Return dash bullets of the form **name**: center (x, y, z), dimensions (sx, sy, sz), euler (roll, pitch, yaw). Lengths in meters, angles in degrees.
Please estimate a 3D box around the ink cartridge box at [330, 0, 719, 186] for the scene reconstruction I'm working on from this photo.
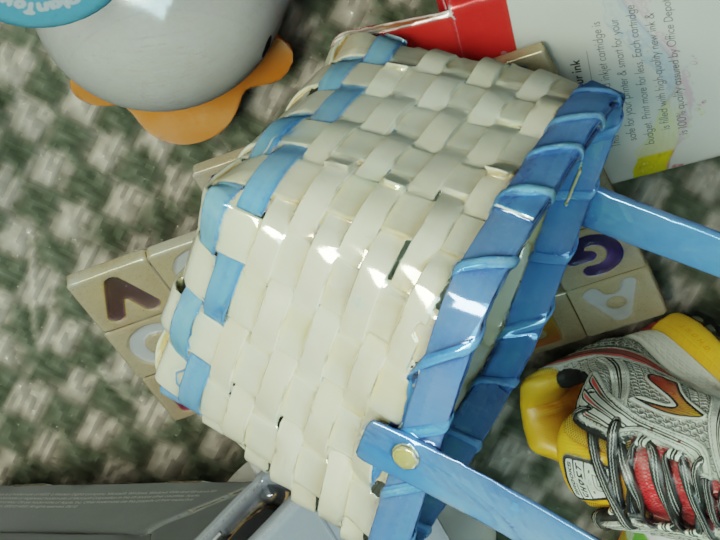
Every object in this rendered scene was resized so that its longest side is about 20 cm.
- **ink cartridge box**: center (0.091, -0.093, 0.867), dimensions (0.199, 0.067, 0.116), euler (-14, 141, 3)

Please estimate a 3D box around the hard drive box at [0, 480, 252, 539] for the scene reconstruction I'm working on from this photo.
- **hard drive box**: center (-0.087, 0.185, 0.897), dimensions (0.155, 0.077, 0.201), euler (-5, 109, 37)

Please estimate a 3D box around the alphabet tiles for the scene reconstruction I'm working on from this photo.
- **alphabet tiles**: center (0.000, 0.000, 0.902), dimensions (0.199, 0.008, 0.167), euler (-19, 141, 12)

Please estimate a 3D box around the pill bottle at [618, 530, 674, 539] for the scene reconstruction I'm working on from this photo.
- **pill bottle**: center (0.130, 0.191, 0.973), dimensions (0.111, 0.111, 0.201), euler (18, 108, -9)

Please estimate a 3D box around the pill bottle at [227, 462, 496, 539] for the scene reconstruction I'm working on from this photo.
- **pill bottle**: center (-0.004, 0.133, 0.937), dimensions (0.111, 0.111, 0.201), euler (0, 116, -2)

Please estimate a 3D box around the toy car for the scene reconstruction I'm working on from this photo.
- **toy car**: center (-0.056, -0.124, 0.847), dimensions (0.176, 0.185, 0.200), euler (-9, 139, 0)

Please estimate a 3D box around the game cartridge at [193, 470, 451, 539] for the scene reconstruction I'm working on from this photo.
- **game cartridge**: center (-0.035, 0.160, 0.810), dimensions (0.200, 0.041, 0.133), euler (-44, 122, -29)

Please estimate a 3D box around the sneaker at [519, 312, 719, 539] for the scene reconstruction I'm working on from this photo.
- **sneaker**: center (0.119, 0.077, 0.877), dimensions (0.082, 0.200, 0.078), euler (-13, 107, -15)

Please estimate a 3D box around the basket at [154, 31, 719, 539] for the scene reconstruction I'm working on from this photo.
- **basket**: center (0.051, 0.017, 0.771), dimensions (0.199, 0.176, 0.139), euler (23, 126, 15)
